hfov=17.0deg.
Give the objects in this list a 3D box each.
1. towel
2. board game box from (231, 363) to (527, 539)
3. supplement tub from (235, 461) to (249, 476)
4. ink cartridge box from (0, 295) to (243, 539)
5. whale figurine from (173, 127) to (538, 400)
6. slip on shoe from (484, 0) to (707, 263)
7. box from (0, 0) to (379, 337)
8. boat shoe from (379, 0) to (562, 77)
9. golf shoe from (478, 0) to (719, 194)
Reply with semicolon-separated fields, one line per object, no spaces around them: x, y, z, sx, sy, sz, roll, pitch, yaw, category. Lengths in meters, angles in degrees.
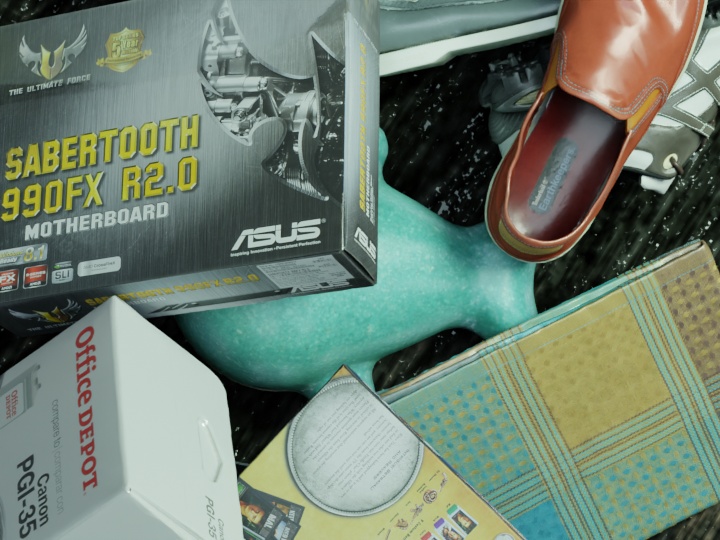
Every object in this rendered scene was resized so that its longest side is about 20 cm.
0.116;0.086;1.263;0.200;0.022;0.147;-26;111;-5;towel
-0.027;0.164;1.141;0.135;0.035;0.200;44;90;16;board game box
-0.046;0.153;1.219;0.199;0.107;0.107;11;87;13;supplement tub
-0.161;0.126;1.150;0.200;0.147;0.083;-35;125;18;ink cartridge box
0.000;0.000;1.239;0.199;0.104;0.160;5;87;-5;whale figurine
0.121;-0.095;1.203;0.074;0.061;0.200;25;96;-2;slip on shoe
-0.089;-0.059;1.189;0.199;0.048;0.159;-8;66;20;box
0.073;-0.149;1.264;0.199;0.073;0.062;-15;93;2;boat shoe
0.167;-0.093;1.273;0.200;0.078;0.095;-18;100;3;golf shoe
